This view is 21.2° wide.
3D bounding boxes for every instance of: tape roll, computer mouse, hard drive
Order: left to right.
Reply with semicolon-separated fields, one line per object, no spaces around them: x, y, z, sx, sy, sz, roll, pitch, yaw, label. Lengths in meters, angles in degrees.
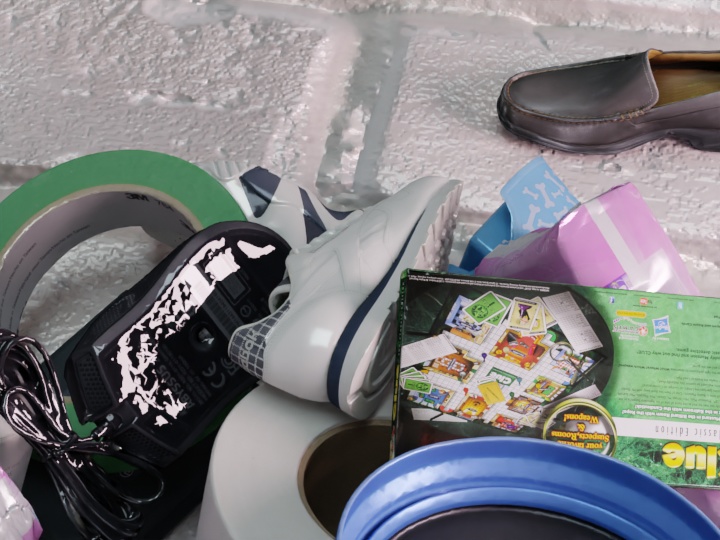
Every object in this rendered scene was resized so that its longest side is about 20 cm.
-0.166;0.115;1.179;0.139;0.033;0.200;35;62;25;hard drive
-0.153;0.023;1.171;0.200;0.048;0.201;-6;62;11;tape roll
-0.115;0.046;1.063;0.200;0.053;0.139;-40;104;-29;computer mouse
0.008;0.164;1.033;0.202;0.139;0.203;9;37;-7;tape roll

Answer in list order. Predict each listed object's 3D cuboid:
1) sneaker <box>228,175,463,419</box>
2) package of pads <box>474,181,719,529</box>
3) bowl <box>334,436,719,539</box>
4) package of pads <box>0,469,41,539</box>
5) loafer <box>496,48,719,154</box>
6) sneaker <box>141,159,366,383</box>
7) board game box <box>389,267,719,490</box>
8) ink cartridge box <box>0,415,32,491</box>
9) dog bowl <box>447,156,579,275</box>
0.000;0.000;1.071;0.080;0.077;0.200;13;34;17;sneaker
0.156;0.056;1.099;0.076;0.120;0.200;-32;91;-22;package of pads
0.084;0.154;0.908;0.200;0.039;0.201;7;32;-4;bowl
-0.272;0.173;0.978;0.200;0.076;0.121;-18;22;19;package of pads
0.193;-0.126;1.315;0.199;0.072;0.073;-2;54;2;loafer
-0.065;0.009;1.223;0.199;0.080;0.130;19;47;5;sneaker
0.116;0.059;1.014;0.199;0.023;0.105;6;81;-11;board game box
-0.252;0.111;1.081;0.117;0.200;0.067;34;30;24;ink cartridge box
0.072;0.016;1.198;0.050;0.112;0.200;38;63;11;dog bowl
